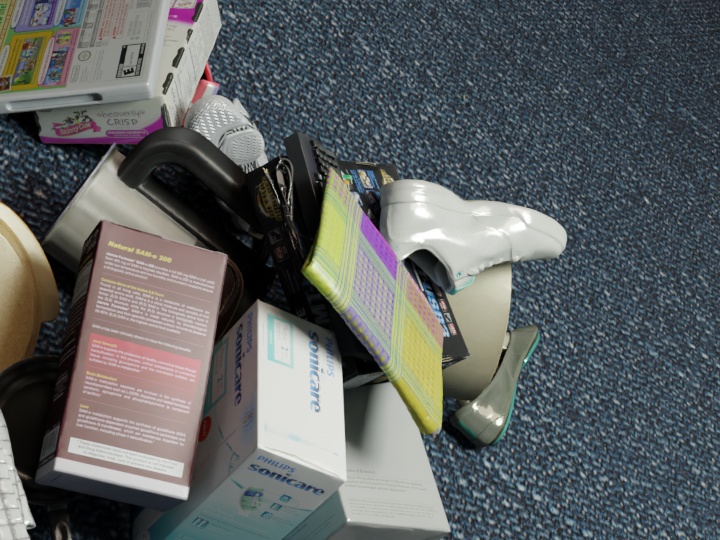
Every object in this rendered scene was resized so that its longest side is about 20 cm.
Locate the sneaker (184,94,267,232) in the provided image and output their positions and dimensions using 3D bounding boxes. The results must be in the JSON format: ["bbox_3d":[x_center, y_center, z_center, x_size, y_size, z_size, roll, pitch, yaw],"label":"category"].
[{"bbox_3d":[-0.138,-0.128,1.538,0.115,0.075,0.200,59,-2,33],"label":"sneaker"}]

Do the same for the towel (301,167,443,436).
[{"bbox_3d":[0.016,0.029,1.279,0.200,0.023,0.144,54,25,-29],"label":"towel"}]

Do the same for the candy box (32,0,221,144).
[{"bbox_3d":[-0.223,-0.205,1.519,0.135,0.061,0.201,2,42,12],"label":"candy box"}]

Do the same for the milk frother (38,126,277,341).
[{"bbox_3d":[-0.164,-0.042,1.432,0.188,0.181,0.200,39,6,-11],"label":"milk frother"}]

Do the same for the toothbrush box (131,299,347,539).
[{"bbox_3d":[-0.099,0.146,1.256,0.085,0.200,0.147,24,42,-27],"label":"toothbrush box"}]

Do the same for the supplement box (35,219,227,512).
[{"bbox_3d":[-0.175,0.074,1.209,0.108,0.061,0.201,17,68,-20],"label":"supplement box"}]

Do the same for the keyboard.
[{"bbox_3d":[-0.027,-0.023,1.286,0.127,0.021,0.201,17,52,-56],"label":"keyboard"}]

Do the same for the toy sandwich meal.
[{"bbox_3d":[-0.338,0.026,1.229,0.204,0.070,0.207,1,89,-34],"label":"toy sandwich meal"}]

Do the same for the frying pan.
[{"bbox_3d":[-0.224,0.157,1.218,0.115,0.031,0.191,-30,89,-17],"label":"frying pan"}]

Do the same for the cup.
[{"bbox_3d":[0.048,0.022,1.553,0.142,0.201,0.201,6,48,-15],"label":"cup"}]

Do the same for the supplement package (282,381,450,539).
[{"bbox_3d":[-0.024,0.164,1.380,0.119,0.121,0.201,12,48,-38],"label":"supplement package"}]

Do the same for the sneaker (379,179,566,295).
[{"bbox_3d":[0.100,-0.019,1.430,0.199,0.075,0.089,11,74,-29],"label":"sneaker"}]

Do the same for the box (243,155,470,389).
[{"bbox_3d":[0.000,0.000,1.383,0.198,0.049,0.201,-3,69,-60],"label":"box"}]

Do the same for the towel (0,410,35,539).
[{"bbox_3d":[-0.329,0.149,1.102,0.165,0.086,0.201,-7,60,-36],"label":"towel"}]

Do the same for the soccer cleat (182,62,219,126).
[{"bbox_3d":[-0.196,-0.239,1.634,0.066,0.076,0.201,6,52,-41],"label":"soccer cleat"}]

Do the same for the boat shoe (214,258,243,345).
[{"bbox_3d":[-0.168,0.062,1.292,0.200,0.072,0.072,-43,96,-17],"label":"boat shoe"}]

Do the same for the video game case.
[{"bbox_3d":[-0.274,-0.219,1.482,0.181,0.022,0.201,-5,43,5],"label":"video game case"}]

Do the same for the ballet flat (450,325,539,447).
[{"bbox_3d":[0.140,0.105,1.648,0.064,0.067,0.200,34,37,-4],"label":"ballet flat"}]
